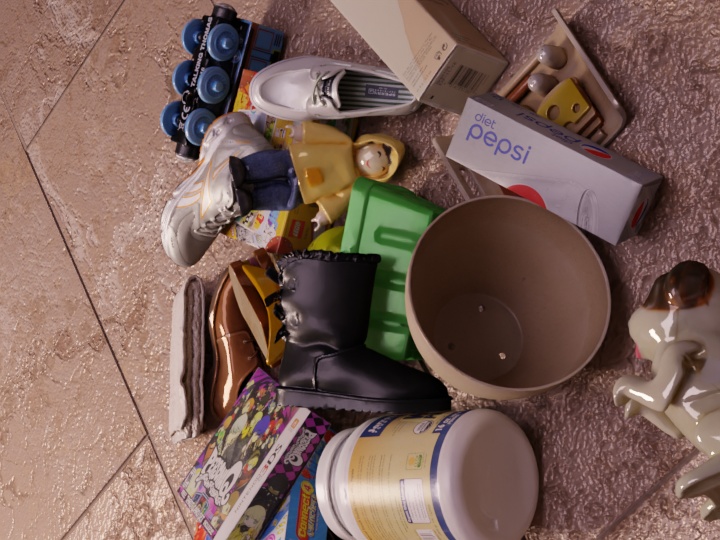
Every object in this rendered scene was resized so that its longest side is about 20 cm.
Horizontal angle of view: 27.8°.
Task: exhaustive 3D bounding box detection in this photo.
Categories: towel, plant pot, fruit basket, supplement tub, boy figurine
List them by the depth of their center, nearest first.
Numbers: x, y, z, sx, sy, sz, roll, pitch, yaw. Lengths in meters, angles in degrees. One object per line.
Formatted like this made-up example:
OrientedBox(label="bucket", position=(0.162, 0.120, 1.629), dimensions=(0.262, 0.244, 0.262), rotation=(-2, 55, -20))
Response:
OrientedBox(label="plant pot", position=(0.131, 0.045, 1.441), dimensions=(0.135, 0.199, 0.201), rotation=(113, 146, -65))
OrientedBox(label="supplement tub", position=(0.065, 0.217, 1.487), dimensions=(0.199, 0.144, 0.145), rotation=(-9, 77, 43))
OrientedBox(label="fruit basket", position=(0.000, 0.000, 1.599), dimensions=(0.215, 0.155, 0.217), rotation=(-2, 86, 27))
OrientedBox(label="boy figurine", position=(-0.045, -0.107, 1.641), dimensions=(0.064, 0.199, 0.125), rotation=(-111, 12, -79))
OrientedBox(label="towel", position=(-0.219, 0.115, 1.823), dimensions=(0.133, 0.034, 0.201), rotation=(144, 127, -72))

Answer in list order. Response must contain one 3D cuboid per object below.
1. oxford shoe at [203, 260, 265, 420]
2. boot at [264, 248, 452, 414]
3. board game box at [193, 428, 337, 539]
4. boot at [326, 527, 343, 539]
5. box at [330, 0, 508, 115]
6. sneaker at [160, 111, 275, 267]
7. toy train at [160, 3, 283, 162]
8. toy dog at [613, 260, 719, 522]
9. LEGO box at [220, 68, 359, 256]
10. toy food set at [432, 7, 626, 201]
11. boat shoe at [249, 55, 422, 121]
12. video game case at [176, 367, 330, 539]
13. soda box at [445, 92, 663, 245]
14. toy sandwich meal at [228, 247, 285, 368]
OrientedBox(label="oxford shoe", position=(-0.141, 0.089, 1.771), dimensions=(0.071, 0.071, 0.201), rotation=(12, 103, 40))
OrientedBox(label="boot", position=(-0.002, 0.062, 1.485), dimensions=(0.197, 0.073, 0.163), rotation=(2, 88, 14))
OrientedBox(label="board game box", position=(-0.116, 0.292, 1.655), dimensions=(0.200, 0.056, 0.196), rotation=(-41, 28, 33))
OrientedBox(label="boot", position=(-0.070, 0.364, 1.644), dimensions=(0.174, 0.069, 0.200), rotation=(-48, 45, 28))
OrientedBox(label="box", position=(0.062, -0.264, 1.604), dimensions=(0.078, 0.095, 0.200), rotation=(-54, 52, 23))
OrientedBox(label="sneaker", position=(-0.165, -0.081, 1.706), dimensions=(0.092, 0.076, 0.201), rotation=(41, 114, 36))
OrientedBox(label="toy train", position=(-0.173, -0.228, 1.814), dimensions=(0.087, 0.114, 0.201), rotation=(21, 98, 48))
OrientedBox(label="toy dog", position=(0.311, 0.088, 1.274), dimensions=(0.194, 0.139, 0.201), rotation=(-36, 59, 20))
OrientedBox(label="LEGO box", position=(-0.094, -0.126, 1.746), dimensions=(0.149, 0.077, 0.201), rotation=(20, 98, 45))
OrientedBox(label="toy food set", position=(0.170, -0.151, 1.501), dimensions=(0.200, 0.060, 0.144), rotation=(-47, 54, 30))
OrientedBox(label="boat shoe", position=(-0.028, -0.206, 1.624), dimensions=(0.199, 0.067, 0.074), rotation=(-3, 94, 4))
OrientedBox(label="video game case", position=(-0.125, 0.215, 1.656), dimensions=(0.182, 0.036, 0.200), rotation=(-56, 23, -2))
OrientedBox(label="soda box", position=(0.188, -0.102, 1.424), dimensions=(0.200, 0.063, 0.068), rotation=(30, 114, 21))
OrientedBox(label="toy sandwich meal", position=(-0.093, 0.068, 1.653), dimensions=(0.070, 0.205, 0.206), rotation=(-18, 64, -5))
